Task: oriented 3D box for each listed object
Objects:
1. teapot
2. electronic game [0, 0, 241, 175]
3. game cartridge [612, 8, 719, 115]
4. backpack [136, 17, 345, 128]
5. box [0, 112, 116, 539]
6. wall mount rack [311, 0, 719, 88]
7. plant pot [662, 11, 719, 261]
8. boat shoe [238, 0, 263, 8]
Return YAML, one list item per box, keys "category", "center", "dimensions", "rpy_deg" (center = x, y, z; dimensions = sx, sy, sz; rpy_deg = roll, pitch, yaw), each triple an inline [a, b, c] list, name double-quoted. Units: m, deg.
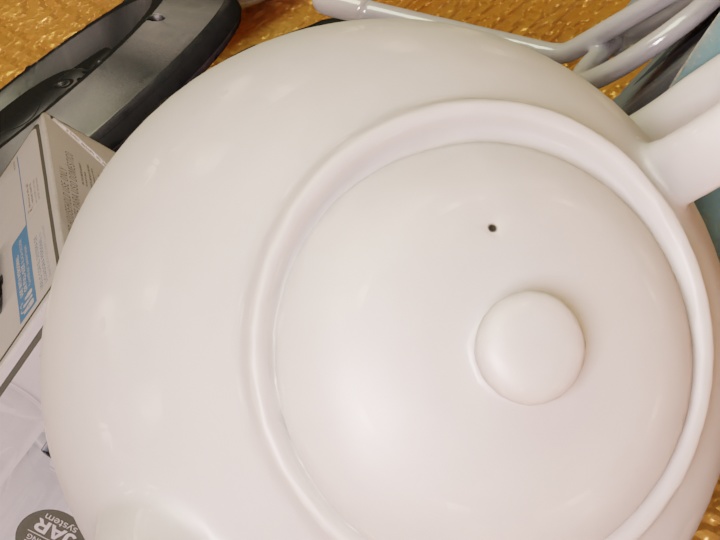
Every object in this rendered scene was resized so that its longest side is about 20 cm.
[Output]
- category: "teapot"
  center: [0.022, 0.020, 0.650]
  dimensions: [0.146, 0.197, 0.201]
  rpy_deg: [161, 115, -70]
- category: "electronic game"
  center: [-0.128, -0.047, 1.010]
  dimensions: [0.200, 0.042, 0.200]
  rpy_deg: [-35, 14, 10]
- category: "game cartridge"
  center: [0.163, -0.108, 0.912]
  dimensions: [0.200, 0.042, 0.133]
  rpy_deg: [-45, 6, -25]
- category: "backpack"
  center: [0.000, 0.000, 0.861]
  dimensions: [0.167, 0.127, 0.200]
  rpy_deg: [-26, 35, -1]
- category: "box"
  center: [-0.121, 0.065, 0.780]
  dimensions: [0.200, 0.060, 0.117]
  rpy_deg: [-53, 24, 18]
- category: "wall mount rack"
  center: [0.088, -0.123, 0.882]
  dimensions: [0.174, 0.075, 0.200]
  rpy_deg: [-27, 12, 38]
- category: "plant pot"
  center: [0.189, -0.035, 0.775]
  dimensions: [0.135, 0.200, 0.200]
  rpy_deg: [42, 69, 18]
- category: "boat shoe"
  center: [-0.031, -0.178, 1.149]
  dimensions: [0.200, 0.072, 0.062]
  rpy_deg: [-45, 17, -28]
